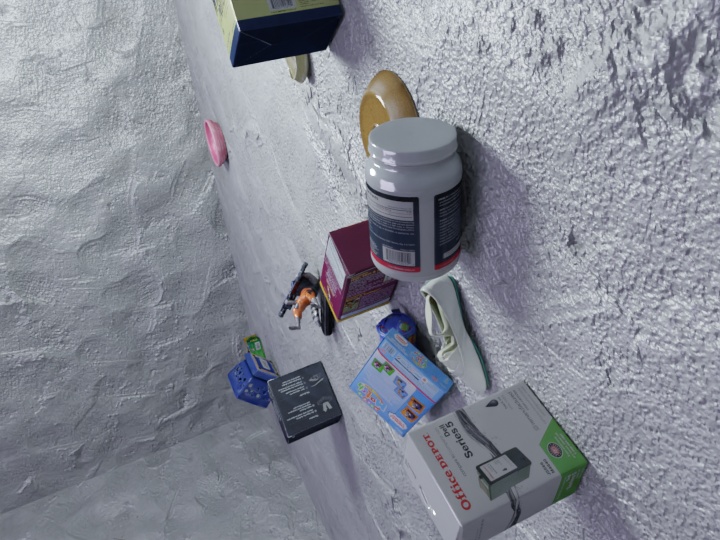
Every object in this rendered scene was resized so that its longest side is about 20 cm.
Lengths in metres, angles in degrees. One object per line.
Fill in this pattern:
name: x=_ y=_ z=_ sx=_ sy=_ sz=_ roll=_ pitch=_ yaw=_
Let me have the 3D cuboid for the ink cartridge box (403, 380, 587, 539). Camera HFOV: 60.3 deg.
ink cartridge box: x=0.176 y=0.261 z=0.837 sx=0.146 sy=0.197 sz=0.085 roll=55 pitch=155 yaw=40

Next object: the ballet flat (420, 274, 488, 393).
ballet flat: x=0.145 y=0.109 z=1.004 sx=0.069 sy=0.068 sz=0.204 roll=156 pitch=96 yaw=-71

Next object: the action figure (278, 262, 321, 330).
action figure: x=-0.166 y=0.092 z=1.798 sx=0.202 sy=0.103 sz=0.195 roll=-58 pitch=20 yaw=33

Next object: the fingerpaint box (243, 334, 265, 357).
fingerpaint box: x=-0.576 y=0.471 z=3.424 sx=0.166 sy=0.072 sz=0.204 roll=-171 pitch=65 yaw=-70

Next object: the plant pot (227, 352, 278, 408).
plant pot: x=-0.528 y=0.543 z=3.123 sx=0.181 sy=0.198 sz=0.200 roll=-54 pitch=38 yaw=10

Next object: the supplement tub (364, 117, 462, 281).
supplement tub: x=0.077 y=-0.100 z=0.891 sx=0.141 sy=0.138 sz=0.203 roll=-132 pitch=30 yaw=-50

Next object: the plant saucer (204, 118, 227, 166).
plant saucer: x=-0.616 y=-0.549 z=2.649 sx=0.203 sy=0.050 sz=0.201 roll=90 pitch=154 yaw=-43

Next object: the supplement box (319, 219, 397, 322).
supplement box: x=0.000 y=0.000 z=1.224 sx=0.105 sy=0.129 sz=0.201 roll=64 pitch=159 yaw=23

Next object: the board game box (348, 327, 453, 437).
board game box: x=0.072 y=0.221 z=1.194 sx=0.151 sy=0.037 sz=0.201 roll=41 pitch=137 yaw=9

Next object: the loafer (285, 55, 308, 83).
loafer: x=-0.165 y=-0.505 z=1.341 sx=0.075 sy=0.067 sz=0.204 roll=-165 pitch=59 yaw=-68

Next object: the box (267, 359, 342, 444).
box: x=-0.191 y=0.442 z=2.077 sx=0.118 sy=0.193 sz=0.203 roll=109 pitch=139 yaw=-62

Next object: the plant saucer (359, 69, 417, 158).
plant saucer: x=0.042 y=-0.229 z=1.042 sx=0.200 sy=0.035 sz=0.204 roll=162 pitch=91 yaw=-71

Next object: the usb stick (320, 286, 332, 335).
usb stick: x=-0.097 y=0.110 z=1.763 sx=0.202 sy=0.032 sz=0.056 roll=93 pitch=161 yaw=-47

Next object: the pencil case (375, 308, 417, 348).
pencil case: x=0.073 y=0.180 z=1.249 sx=0.085 sy=0.078 sz=0.203 roll=14 pitch=127 yaw=27

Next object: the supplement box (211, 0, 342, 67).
supplement box: x=-0.164 y=-0.510 z=1.128 sx=0.134 sy=0.196 sz=0.204 roll=153 pitch=100 yaw=-70
